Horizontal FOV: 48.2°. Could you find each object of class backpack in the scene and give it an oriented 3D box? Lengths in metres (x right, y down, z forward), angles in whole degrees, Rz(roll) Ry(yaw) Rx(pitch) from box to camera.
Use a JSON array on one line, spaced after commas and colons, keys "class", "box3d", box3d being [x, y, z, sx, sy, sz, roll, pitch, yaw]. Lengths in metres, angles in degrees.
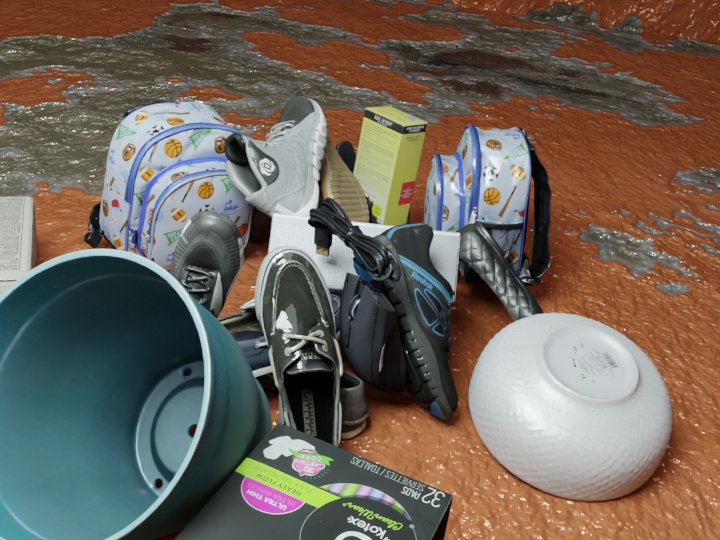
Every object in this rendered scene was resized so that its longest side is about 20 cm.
[{"class": "backpack", "box3d": [0.157, -0.092, 1.040, 0.153, 0.191, 0.200, 7, 21, -8]}, {"class": "backpack", "box3d": [-0.222, -0.104, 0.984, 0.200, 0.191, 0.154, -20, 40, -39]}]

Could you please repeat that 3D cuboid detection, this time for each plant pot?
[{"class": "plant pot", "box3d": [-0.161, 0.108, 0.605, 0.200, 0.201, 0.188, 20, -11, 22]}]

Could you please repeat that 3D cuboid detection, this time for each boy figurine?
[{"class": "boy figurine", "box3d": [-0.087, -0.149, 1.174, 0.124, 0.065, 0.200, -27, 21, -35]}]

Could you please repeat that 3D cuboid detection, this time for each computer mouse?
[{"class": "computer mouse", "box3d": [-0.013, 0.030, 0.768, 0.046, 0.200, 0.140, -27, 48, -20]}]

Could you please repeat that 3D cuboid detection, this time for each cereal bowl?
[{"class": "cereal bowl", "box3d": [0.208, 0.113, 0.778, 0.199, 0.084, 0.200, 4, 43, -4]}]

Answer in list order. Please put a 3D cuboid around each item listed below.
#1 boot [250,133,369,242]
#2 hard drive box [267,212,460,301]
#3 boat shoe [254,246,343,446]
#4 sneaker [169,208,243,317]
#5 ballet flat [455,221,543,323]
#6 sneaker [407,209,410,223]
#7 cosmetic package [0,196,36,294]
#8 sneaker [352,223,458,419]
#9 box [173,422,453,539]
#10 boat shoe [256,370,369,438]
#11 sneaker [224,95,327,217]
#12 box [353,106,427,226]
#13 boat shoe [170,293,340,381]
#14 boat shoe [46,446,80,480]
[{"class": "boot", "box3d": [-0.080, -0.081, 1.051, 0.072, 0.166, 0.201, 5, 54, -48]}, {"class": "hard drive box", "box3d": [0.000, 0.000, 0.903, 0.199, 0.077, 0.156, 7, -10, -2]}, {"class": "boat shoe", "box3d": [-0.047, 0.075, 0.715, 0.070, 0.201, 0.064, -9, -1, -15]}, {"class": "sneaker", "box3d": [-0.164, 0.033, 0.787, 0.066, 0.200, 0.091, 19, 40, -11]}, {"class": "ballet flat", "box3d": [0.167, 0.034, 0.926, 0.200, 0.057, 0.066, 59, 14, 18]}, {"class": "sneaker", "box3d": [-0.025, -0.095, 1.127, 0.199, 0.088, 0.074, 6, 30, -2]}, {"class": "cosmetic package", "box3d": [-0.411, -0.001, 0.884, 0.103, 0.088, 0.200, -2, 30, -18]}, {"class": "sneaker", "box3d": [0.066, 0.050, 0.788, 0.082, 0.201, 0.073, -26, 15, -23]}, {"class": "box", "box3d": [-0.046, 0.226, 0.529, 0.148, 0.125, 0.200, 18, 32, 19]}, {"class": "boat shoe", "box3d": [-0.070, 0.096, 0.817, 0.200, 0.057, 0.067, 27, 36, 32]}, {"class": "sneaker", "box3d": [-0.103, -0.149, 0.942, 0.115, 0.075, 0.201, 26, 46, -34]}, {"class": "box", "box3d": [0.027, -0.104, 1.036, 0.050, 0.201, 0.075, -13, 33, -42]}, {"class": "boat shoe", "box3d": [-0.096, 0.057, 0.779, 0.200, 0.062, 0.075, -20, 33, -30]}, {"class": "boat shoe", "box3d": [-0.271, 0.127, 0.710, 0.073, 0.068, 0.200, 0, 31, -12]}]
